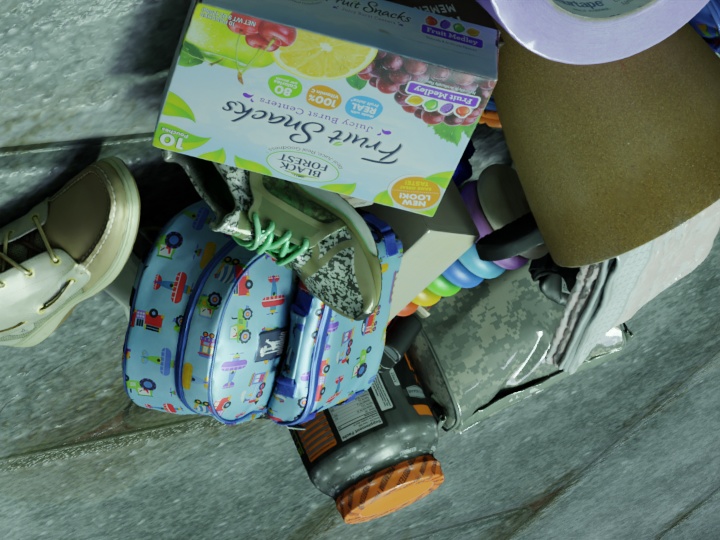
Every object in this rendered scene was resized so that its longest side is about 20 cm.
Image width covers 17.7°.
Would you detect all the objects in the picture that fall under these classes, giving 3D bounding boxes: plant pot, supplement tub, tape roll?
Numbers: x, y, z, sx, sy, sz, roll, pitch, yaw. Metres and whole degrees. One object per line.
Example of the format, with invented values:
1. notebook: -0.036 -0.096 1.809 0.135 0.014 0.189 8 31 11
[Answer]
1. plant pot: 0.170 -0.137 1.649 0.186 0.200 0.186 -30 -167 8
2. supplement tub: -0.009 0.110 2.012 0.122 0.200 0.123 -22 164 -7
3. tape roll: 0.155 -0.236 1.491 0.200 0.066 0.201 -15 128 -20

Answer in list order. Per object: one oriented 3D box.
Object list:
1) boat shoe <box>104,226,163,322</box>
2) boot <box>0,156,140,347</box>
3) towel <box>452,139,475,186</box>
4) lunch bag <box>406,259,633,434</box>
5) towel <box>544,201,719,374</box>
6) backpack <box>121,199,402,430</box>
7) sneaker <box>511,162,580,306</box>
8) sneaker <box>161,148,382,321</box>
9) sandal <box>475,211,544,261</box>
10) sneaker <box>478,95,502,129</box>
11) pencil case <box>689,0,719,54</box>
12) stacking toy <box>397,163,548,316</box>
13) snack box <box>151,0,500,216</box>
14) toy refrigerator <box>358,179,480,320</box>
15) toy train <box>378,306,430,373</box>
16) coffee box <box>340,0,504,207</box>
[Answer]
1. boat shoe: -0.161 0.001 1.773 0.060 0.072 0.202 -61 153 -18
2. boot: -0.257 -0.007 1.624 0.154 0.072 0.200 -3 148 -44
3. towel: -0.010 -0.047 1.869 0.200 0.050 0.147 -41 157 30
4. lunch bag: 0.123 0.038 2.068 0.200 0.168 0.139 -23 159 -12
5. towel: 0.232 -0.021 1.806 0.191 0.032 0.200 -39 162 -26
6. backpack: -0.081 0.032 1.718 0.200 0.134 0.183 -16 125 -56
7. sneaker: 0.168 -0.029 1.944 0.077 0.112 0.200 14 -177 -23
8. sneaker: -0.069 -0.035 1.596 0.089 0.200 0.077 -43 -178 -43
9. sandal: 0.183 -0.045 1.806 0.200 0.045 0.075 -28 -169 -13
10. sneaker: 0.165 -0.181 1.749 0.200 0.075 0.079 -31 140 -16
11. pencil case: 0.344 -0.237 1.822 0.200 0.087 0.078 -24 -172 -8
12. stacking toy: 0.059 -0.003 1.895 0.200 0.086 0.085 -34 159 26
13. snack box: -0.024 -0.119 1.518 0.199 0.053 0.142 14 140 -9
14. toy refrigerator: 0.000 0.000 1.833 0.070 0.076 0.200 5 140 -46
15. toy train: 0.060 0.006 1.973 0.046 0.034 0.200 -11 -139 58
16. coffee box: -0.005 -0.127 1.642 0.114 0.080 0.200 -11 153 -38
